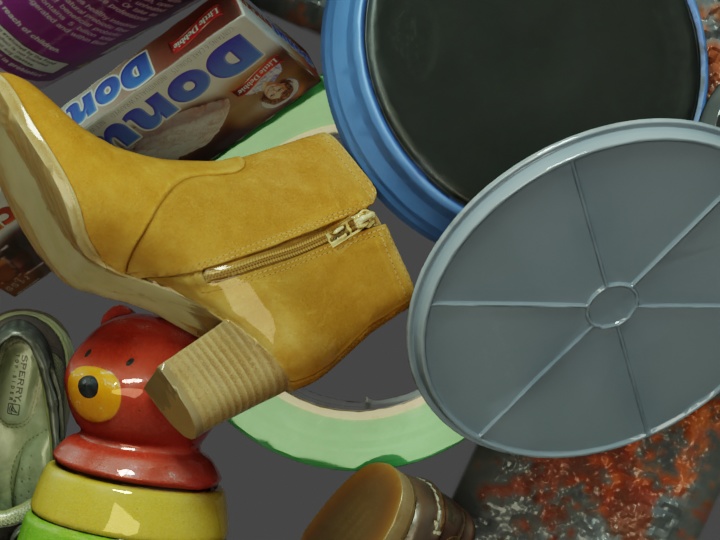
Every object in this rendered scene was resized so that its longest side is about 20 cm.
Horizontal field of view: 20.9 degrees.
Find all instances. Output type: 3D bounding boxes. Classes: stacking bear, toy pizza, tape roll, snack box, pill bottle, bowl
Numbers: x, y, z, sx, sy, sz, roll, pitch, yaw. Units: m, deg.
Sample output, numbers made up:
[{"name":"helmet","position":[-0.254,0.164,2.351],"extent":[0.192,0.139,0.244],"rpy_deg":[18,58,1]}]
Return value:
[{"name":"stacking bear","position":[-0.114,0.119,0.949],"extent":[0.121,0.114,0.201],"rpy_deg":[12,93,38]},{"name":"toy pizza","position":[0.115,0.008,0.934],"extent":[0.199,0.032,0.201],"rpy_deg":[-10,130,-13]},{"name":"tape roll","position":[0.000,0.000,1.000],"extent":[0.200,0.048,0.201],"rpy_deg":[0,91,3]},{"name":"snack box","position":[-0.119,-0.060,0.959],"extent":[0.200,0.072,0.024],"rpy_deg":[-34,54,15]},{"name":"pill bottle","position":[-0.118,-0.168,0.931],"extent":[0.200,0.112,0.113],"rpy_deg":[-22,90,36]},{"name":"bowl","position":[0.081,-0.105,0.960],"extent":[0.200,0.039,0.201],"rpy_deg":[4,78,-18]}]

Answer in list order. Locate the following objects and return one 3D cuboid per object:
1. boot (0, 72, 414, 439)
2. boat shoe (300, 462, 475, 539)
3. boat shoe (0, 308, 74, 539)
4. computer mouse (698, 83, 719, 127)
[{"name":"boot","position":[-0.074,-0.034,0.917],"extent":[0.144,0.071,0.201],"rpy_deg":[-35,90,-27]},{"name":"boat shoe","position":[-0.024,0.184,0.994],"extent":[0.200,0.070,0.070],"rpy_deg":[-44,132,16]},{"name":"boat shoe","position":[-0.184,0.121,1.003],"extent":[0.071,0.066,0.202],"rpy_deg":[5,91,3]},{"name":"computer mouse","position":[0.255,-0.057,0.984],"extent":[0.199,0.053,0.139],"rpy_deg":[3,89,-13]}]
